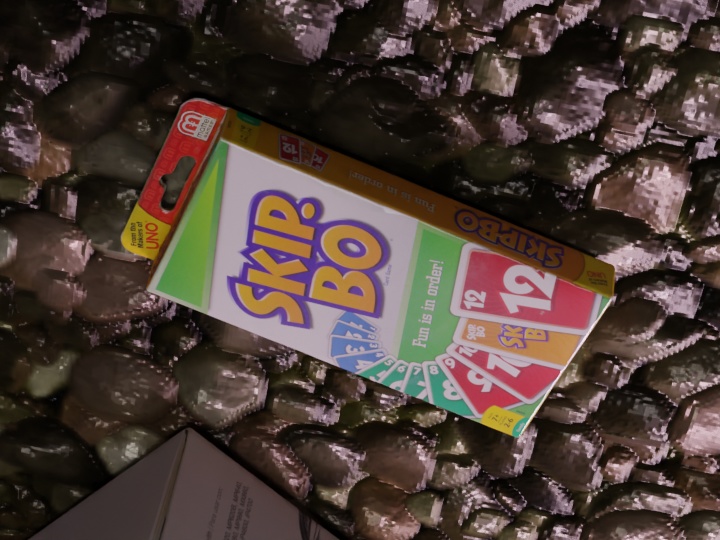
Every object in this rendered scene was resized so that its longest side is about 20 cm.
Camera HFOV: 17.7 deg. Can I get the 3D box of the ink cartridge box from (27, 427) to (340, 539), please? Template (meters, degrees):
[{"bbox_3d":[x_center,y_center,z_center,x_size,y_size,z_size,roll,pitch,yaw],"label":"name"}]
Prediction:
[{"bbox_3d":[-0.064,0.188,1.126,0.200,0.084,0.144,39,127,-24],"label":"ink cartridge box"}]

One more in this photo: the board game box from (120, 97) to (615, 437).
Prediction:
[{"bbox_3d":[0.000,0.000,0.994,0.199,0.030,0.096,23,130,-8],"label":"board game box"}]
